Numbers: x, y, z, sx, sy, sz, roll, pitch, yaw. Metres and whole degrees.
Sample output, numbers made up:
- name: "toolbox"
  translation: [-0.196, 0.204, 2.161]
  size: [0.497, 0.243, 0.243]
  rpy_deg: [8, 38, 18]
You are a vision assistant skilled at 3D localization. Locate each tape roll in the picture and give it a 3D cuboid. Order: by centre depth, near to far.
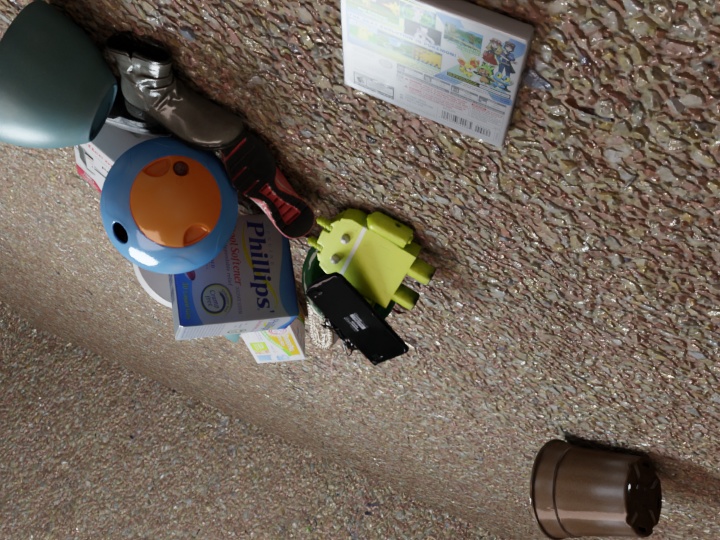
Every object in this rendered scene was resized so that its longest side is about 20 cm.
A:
- name: "tape roll"
  translation: [-0.308, -0.029, 1.510]
  size: [0.202, 0.204, 0.037]
  rpy_deg: [34, 157, -16]

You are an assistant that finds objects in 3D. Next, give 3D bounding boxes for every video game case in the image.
- name: "video game case"
  translation: [0.071, -0.221, 0.872]
  size: [0.199, 0.022, 0.183]
  rpy_deg: [25, 158, 11]

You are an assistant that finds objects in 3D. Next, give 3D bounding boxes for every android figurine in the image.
- name: "android figurine"
  translation: [0.013, -0.018, 1.297]
  size: [0.199, 0.041, 0.183]
  rpy_deg: [31, 131, -1]

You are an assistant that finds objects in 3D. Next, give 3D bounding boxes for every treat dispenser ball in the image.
- name: "treat dispenser ball"
  translation: [-0.281, -0.096, 1.241]
  size: [0.200, 0.202, 0.201]
  rpy_deg: [24, 158, 10]

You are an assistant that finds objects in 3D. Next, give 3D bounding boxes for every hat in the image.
- name: "hat"
  translation: [0.000, 0.000, 1.444]
  size: [0.164, 0.176, 0.202]
  rpy_deg: [14, 114, 9]

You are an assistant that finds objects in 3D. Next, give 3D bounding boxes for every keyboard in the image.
- name: "keyboard"
  translation: [-0.012, 0.074, 1.351]
  size: [0.104, 0.040, 0.200]
  rpy_deg: [-23, 123, 29]

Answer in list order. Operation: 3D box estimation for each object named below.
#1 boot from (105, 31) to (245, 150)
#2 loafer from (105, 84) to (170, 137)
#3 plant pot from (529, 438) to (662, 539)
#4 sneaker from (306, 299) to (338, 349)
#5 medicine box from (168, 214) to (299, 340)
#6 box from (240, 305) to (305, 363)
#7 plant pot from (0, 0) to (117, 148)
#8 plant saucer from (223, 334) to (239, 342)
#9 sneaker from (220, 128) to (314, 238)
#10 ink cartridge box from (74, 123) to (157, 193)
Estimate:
- name: "boot"
  translation: [-0.258, -0.247, 1.156]
  size: [0.199, 0.068, 0.131]
  rpy_deg: [22, 152, 11]
- name: "loafer"
  translation: [-0.376, -0.248, 1.282]
  size: [0.199, 0.073, 0.072]
  rpy_deg: [24, 163, 14]
- name: "plant pot"
  translation: [0.470, 0.440, 1.655]
  size: [0.197, 0.201, 0.200]
  rpy_deg: [-8, 140, 45]
- name: "sneaker"
  translation: [-0.045, 0.036, 1.542]
  size: [0.071, 0.112, 0.201]
  rpy_deg: [20, 127, 24]
- name: "medicine box"
  translation: [-0.219, 0.009, 1.408]
  size: [0.198, 0.184, 0.103]
  rpy_deg: [-5, 166, -19]
- name: "box"
  translation: [-0.183, 0.107, 1.746]
  size: [0.111, 0.102, 0.200]
  rpy_deg: [-6, 152, 5]
- name: "plant pot"
  translation: [-0.419, -0.250, 1.163]
  size: [0.134, 0.201, 0.200]
  rpy_deg: [25, 159, -9]
- name: "plant saucer"
  translation: [-0.272, 0.044, 1.656]
  size: [0.036, 0.202, 0.200]
  rpy_deg: [-5, 167, -19]
- name: "sneaker"
  translation: [-0.152, -0.133, 1.269]
  size: [0.201, 0.074, 0.087]
  rpy_deg: [54, 175, -31]
- name: "ink cartridge box"
  translation: [-0.401, -0.183, 1.406]
  size: [0.147, 0.083, 0.200]
  rpy_deg: [41, 158, 0]
